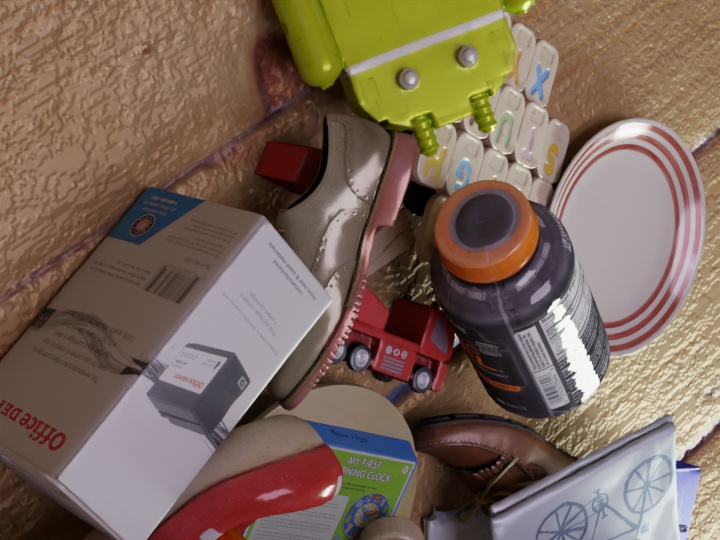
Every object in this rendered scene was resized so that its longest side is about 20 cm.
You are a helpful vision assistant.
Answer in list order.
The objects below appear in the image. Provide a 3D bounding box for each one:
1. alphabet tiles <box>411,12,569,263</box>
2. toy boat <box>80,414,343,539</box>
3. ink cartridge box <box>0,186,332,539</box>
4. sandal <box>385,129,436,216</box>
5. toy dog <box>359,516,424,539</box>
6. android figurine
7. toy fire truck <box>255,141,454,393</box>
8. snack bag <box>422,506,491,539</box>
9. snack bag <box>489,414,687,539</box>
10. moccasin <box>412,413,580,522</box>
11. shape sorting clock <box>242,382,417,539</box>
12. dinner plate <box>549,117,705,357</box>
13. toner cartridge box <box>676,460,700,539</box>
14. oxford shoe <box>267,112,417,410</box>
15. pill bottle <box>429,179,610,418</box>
[{"bbox_3d":[0.101,-0.091,1.199,0.199,0.015,0.197,23,82,-54],"label":"alphabet tiles"},{"bbox_3d":[-0.088,0.187,1.022,0.200,0.131,0.130,-40,171,12],"label":"toy boat"},{"bbox_3d":[-0.136,0.056,0.994,0.200,0.145,0.084,-52,126,-17],"label":"ink cartridge box"},{"bbox_3d":[0.040,-0.129,1.154,0.075,0.048,0.202,-40,121,-25],"label":"sandal"},{"bbox_3d":[0.037,0.283,1.183,0.201,0.096,0.132,61,22,-12],"label":"toy dog"},{"bbox_3d":[0.033,-0.180,1.093,0.181,0.041,0.202,-20,92,-12],"label":"android figurine"},{"bbox_3d":[0.000,0.000,1.152,0.199,0.049,0.142,21,85,-40],"label":"toy fire truck"},{"bbox_3d":[0.125,0.281,1.331,0.187,0.021,0.202,-7,104,-37],"label":"snack bag"},{"bbox_3d":[0.185,0.235,1.270,0.187,0.021,0.202,-24,121,-25],"label":"snack bag"},{"bbox_3d":[0.115,0.167,1.262,0.201,0.073,0.078,33,61,-43],"label":"moccasin"},{"bbox_3d":[-0.038,0.176,1.165,0.199,0.039,0.202,-18,122,-31],"label":"shape sorting clock"},{"bbox_3d":[0.217,-0.028,1.332,0.199,0.024,0.202,-11,108,-38],"label":"dinner plate"},{"bbox_3d":[0.234,0.263,1.375,0.095,0.043,0.202,7,96,-47],"label":"toner cartridge box"},{"bbox_3d":[-0.030,-0.008,1.064,0.073,0.071,0.202,22,86,-12],"label":"oxford shoe"},{"bbox_3d":[0.113,0.018,1.157,0.107,0.106,0.200,-53,145,-16],"label":"pill bottle"}]
